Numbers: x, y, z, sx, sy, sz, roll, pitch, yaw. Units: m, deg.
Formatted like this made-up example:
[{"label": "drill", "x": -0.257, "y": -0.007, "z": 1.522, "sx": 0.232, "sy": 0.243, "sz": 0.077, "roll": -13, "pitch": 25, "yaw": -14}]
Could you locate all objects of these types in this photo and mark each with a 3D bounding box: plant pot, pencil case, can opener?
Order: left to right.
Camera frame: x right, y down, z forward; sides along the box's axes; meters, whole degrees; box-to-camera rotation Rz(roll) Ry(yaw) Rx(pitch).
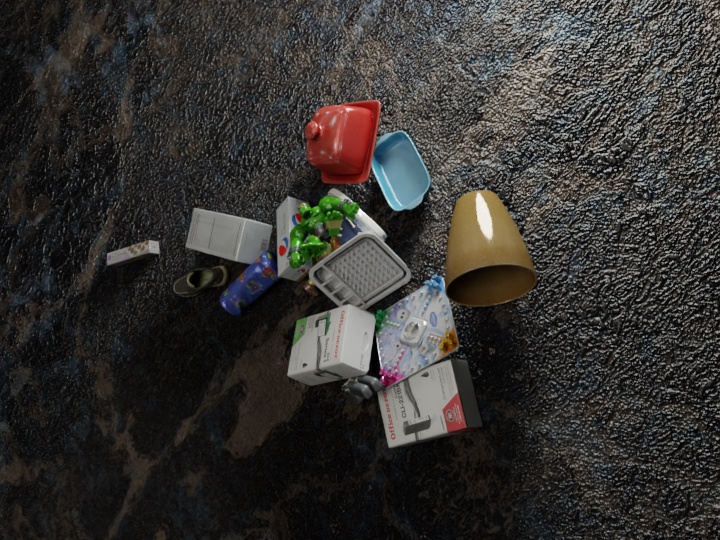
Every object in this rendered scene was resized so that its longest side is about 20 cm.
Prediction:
[{"label": "pencil case", "x": -0.276, "y": 0.034, "z": 1.915, "sx": 0.200, "sy": 0.087, "sz": 0.078, "roll": -41, "pitch": 33, "yaw": 23}, {"label": "can opener", "x": 0.005, "y": 0.264, "z": 1.654, "sx": 0.052, "sy": 0.200, "sz": 0.067, "roll": -36, "pitch": 92, "yaw": -16}, {"label": "plant pot", "x": 0.253, "y": -0.055, "z": 1.521, "sx": 0.185, "sy": 0.186, "sz": 0.202, "roll": -23, "pitch": 57, "yaw": 30}]

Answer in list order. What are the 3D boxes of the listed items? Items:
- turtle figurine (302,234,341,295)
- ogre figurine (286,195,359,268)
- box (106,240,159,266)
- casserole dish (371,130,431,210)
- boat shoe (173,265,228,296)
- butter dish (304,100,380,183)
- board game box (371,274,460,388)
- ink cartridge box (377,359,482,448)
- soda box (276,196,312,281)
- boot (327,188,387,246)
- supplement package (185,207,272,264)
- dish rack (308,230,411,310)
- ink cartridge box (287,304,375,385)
[{"label": "turtle figurine", "x": -0.085, "y": -0.022, "z": 1.800, "sx": 0.200, "sy": 0.064, "sz": 0.162, "roll": 45, "pitch": 109, "yaw": 30}, {"label": "ogre figurine", "x": -0.100, "y": -0.100, "z": 1.719, "sx": 0.201, "sy": 0.097, "sz": 0.120, "roll": -60, "pitch": 33, "yaw": 15}, {"label": "box", "x": -0.688, "y": -0.050, "z": 2.234, "sx": 0.198, "sy": 0.041, "sz": 0.039, "roll": -13, "pitch": 76, "yaw": 32}, {"label": "casserole dish", "x": 0.098, "y": -0.228, "z": 1.719, "sx": 0.121, "sy": 0.039, "sz": 0.202, "roll": -36, "pitch": 64, "yaw": 26}, {"label": "boat shoe", "x": -0.454, "y": 0.026, "z": 2.046, "sx": 0.199, "sy": 0.066, "sz": 0.073, "roll": -14, "pitch": 76, "yaw": 32}, {"label": "butter dish", "x": -0.066, "y": -0.317, "z": 1.761, "sx": 0.198, "sy": 0.147, "sz": 0.203, "roll": 9, "pitch": 88, "yaw": 52}, {"label": "board game box", "x": 0.112, "y": 0.130, "z": 1.614, "sx": 0.199, "sy": 0.026, "sz": 0.201, "roll": -33, "pitch": 43, "yaw": 24}, {"label": "ink cartridge box", "x": 0.143, "y": 0.287, "z": 1.587, "sx": 0.199, "sy": 0.083, "sz": 0.146, "roll": -23, "pitch": 70, "yaw": 31}, {"label": "soda box", "x": -0.164, "y": -0.078, "z": 1.821, "sx": 0.068, "sy": 0.063, "sz": 0.202, "roll": -41, "pitch": 44, "yaw": 44}, {"label": "boot", "x": -0.033, "y": -0.110, "z": 1.758, "sx": 0.090, "sy": 0.073, "sz": 0.200, "roll": -44, "pitch": 59, "yaw": -5}, {"label": "supplement package", "x": -0.350, "y": -0.090, "z": 1.964, "sx": 0.198, "sy": 0.109, "sz": 0.115, "roll": 15, "pitch": 92, "yaw": 35}, {"label": "dish rack", "x": 0.000, "y": 0.000, "z": 1.699, "sx": 0.199, "sy": 0.172, "sz": 0.044, "roll": -33, "pitch": 28, "yaw": 27}, {"label": "ink cartridge box", "x": -0.068, "y": 0.173, "z": 1.703, "sx": 0.199, "sy": 0.084, "sz": 0.148, "roll": -21, "pitch": 53, "yaw": 45}]
